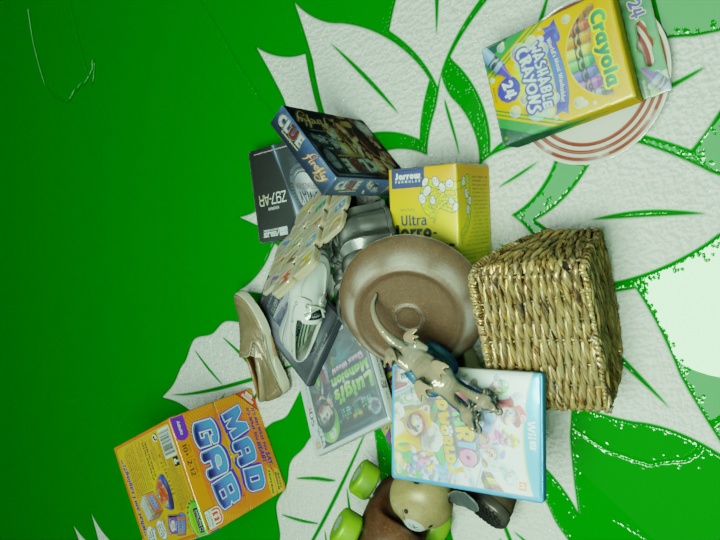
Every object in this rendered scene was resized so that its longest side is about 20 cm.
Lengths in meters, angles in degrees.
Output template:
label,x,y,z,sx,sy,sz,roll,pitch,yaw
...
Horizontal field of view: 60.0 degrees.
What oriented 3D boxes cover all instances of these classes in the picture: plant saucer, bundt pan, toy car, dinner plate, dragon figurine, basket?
label,x,y,z,sx,sy,sz,roll,pitch,yaw
plant saucer,0.064,0.053,0.802,0.195,0.037,0.205,6,119,10
bundt pan,0.000,0.000,0.912,0.202,0.074,0.208,176,90,-80
toy car,0.077,0.338,0.874,0.162,0.159,0.201,32,136,-4
dinner plate,0.284,-0.236,0.781,0.196,0.024,0.206,4,97,35
dragon figurine,0.079,0.115,0.746,0.059,0.099,0.199,-51,54,2
basket,0.234,0.056,0.772,0.146,0.143,0.205,-6,111,33

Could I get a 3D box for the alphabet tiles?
label,x,y,z,sx,sy,sz,roll,pitch,yaw
alphabet tiles,-0.081,-0.052,0.932,0.014,0.203,0.195,36,128,-22

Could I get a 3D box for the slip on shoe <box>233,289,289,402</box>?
label,x,y,z,sx,sy,sz,roll,pitch,yaw
slip on shoe,-0.192,0.138,1.124,0.076,0.060,0.205,-7,105,63

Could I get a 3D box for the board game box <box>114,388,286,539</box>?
label,x,y,z,sx,sy,sz,roll,pitch,yaw
board game box,-0.300,0.371,1.170,0.198,0.198,0.204,-29,79,34

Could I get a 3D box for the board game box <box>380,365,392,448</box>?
label,x,y,z,sx,sy,sz,roll,pitch,yaw
board game box,0.074,0.166,0.945,0.120,0.032,0.205,-124,47,-62

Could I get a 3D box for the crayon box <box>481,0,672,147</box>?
label,x,y,z,sx,sy,sz,roll,pitch,yaw
crayon box,0.255,-0.244,0.756,0.197,0.051,0.129,-16,86,36

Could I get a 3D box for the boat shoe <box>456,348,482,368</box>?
label,x,y,z,sx,sy,sz,roll,pitch,yaw
boat shoe,0.159,0.177,0.899,0.072,0.064,0.204,-41,53,46

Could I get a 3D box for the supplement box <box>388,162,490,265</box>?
label,x,y,z,sx,sy,sz,roll,pitch,yaw
supplement box,0.114,-0.042,0.875,0.107,0.109,0.206,0,96,35

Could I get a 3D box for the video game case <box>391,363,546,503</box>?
label,x,y,z,sx,sy,sz,roll,pitch,yaw
video game case,0.127,0.193,0.764,0.196,0.018,0.147,-1,86,31

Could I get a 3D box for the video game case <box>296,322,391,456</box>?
label,x,y,z,sx,sy,sz,roll,pitch,yaw
video game case,-0.034,0.186,1.026,0.199,0.023,0.186,-36,62,40

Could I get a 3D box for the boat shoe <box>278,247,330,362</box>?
label,x,y,z,sx,sy,sz,roll,pitch,yaw
boat shoe,-0.078,0.057,0.983,0.067,0.072,0.203,54,142,40

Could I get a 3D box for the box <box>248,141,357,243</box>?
label,x,y,z,sx,sy,sz,roll,pitch,yaw
box,-0.099,-0.139,1.058,0.196,0.043,0.165,-5,92,36

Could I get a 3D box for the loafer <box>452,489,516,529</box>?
label,x,y,z,sx,sy,sz,roll,pitch,yaw
loafer,0.152,0.295,0.924,0.198,0.071,0.074,32,148,38

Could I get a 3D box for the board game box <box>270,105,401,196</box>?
label,x,y,z,sx,sy,sz,roll,pitch,yaw
board game box,-0.023,-0.168,0.903,0.035,0.198,0.137,-46,71,28

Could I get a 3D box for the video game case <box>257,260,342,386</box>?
label,x,y,z,sx,sy,sz,roll,pitch,yaw
video game case,-0.113,0.079,1.087,0.200,0.019,0.145,45,120,38
